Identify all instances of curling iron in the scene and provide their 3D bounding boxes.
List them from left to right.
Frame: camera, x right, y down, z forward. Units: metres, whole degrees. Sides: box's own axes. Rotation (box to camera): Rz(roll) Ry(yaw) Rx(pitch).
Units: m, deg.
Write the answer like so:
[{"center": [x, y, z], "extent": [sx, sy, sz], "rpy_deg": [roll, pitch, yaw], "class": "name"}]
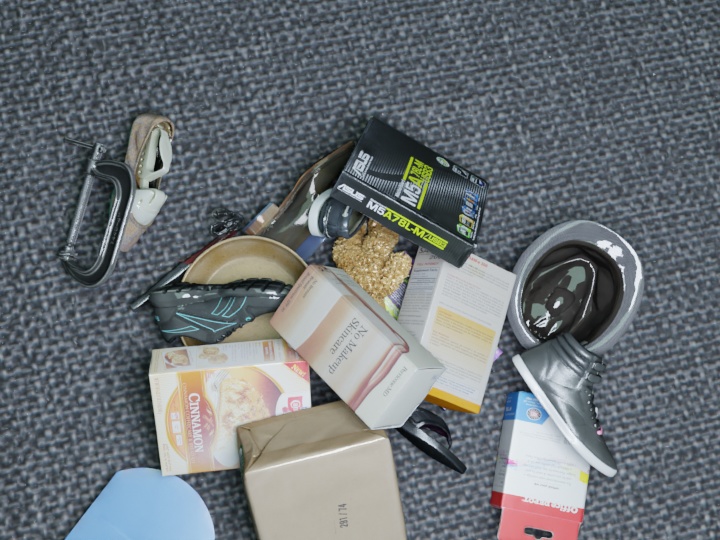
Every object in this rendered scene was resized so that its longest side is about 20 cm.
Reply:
[{"center": [-0.242, -0.015, 1.312], "extent": [0.200, 0.026, 0.050], "rpy_deg": [-44, 125, -7], "class": "curling iron"}]

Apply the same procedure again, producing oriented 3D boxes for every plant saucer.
[{"center": [-0.151, 0.054, 1.296], "extent": [0.200, 0.035, 0.201], "rpy_deg": [0, 86, 4], "class": "plant saucer"}]

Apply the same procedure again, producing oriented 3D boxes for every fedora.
[{"center": [0.293, 0.033, 1.332], "extent": [0.177, 0.090, 0.200], "rpy_deg": [30, 88, 1], "class": "fedora"}]

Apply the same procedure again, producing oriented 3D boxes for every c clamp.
[{"center": [-0.365, -0.078, 1.283], "extent": [0.171, 0.027, 0.200], "rpy_deg": [9, 86, 37], "class": "c clamp"}]

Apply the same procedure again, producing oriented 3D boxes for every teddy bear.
[{"center": [0.000, 0.000, 1.297], "extent": [0.145, 0.067, 0.200], "rpy_deg": [17, 69, 17], "class": "teddy bear"}]

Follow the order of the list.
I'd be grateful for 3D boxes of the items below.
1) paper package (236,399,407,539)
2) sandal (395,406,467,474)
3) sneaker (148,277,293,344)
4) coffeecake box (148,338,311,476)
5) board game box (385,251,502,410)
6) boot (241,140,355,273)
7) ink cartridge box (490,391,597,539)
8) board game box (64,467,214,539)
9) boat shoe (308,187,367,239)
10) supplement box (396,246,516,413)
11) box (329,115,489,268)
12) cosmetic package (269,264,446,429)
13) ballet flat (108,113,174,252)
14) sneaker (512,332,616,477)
[{"center": [-0.048, 0.283, 1.206], "extent": [0.190, 0.103, 0.200], "rpy_deg": [-13, 118, -8], "class": "paper package"}, {"center": [0.073, 0.202, 1.290], "extent": [0.200, 0.075, 0.048], "rpy_deg": [39, 76, 1], "class": "sandal"}, {"center": [-0.177, 0.053, 1.254], "extent": [0.200, 0.075, 0.079], "rpy_deg": [-4, 99, 10], "class": "sneaker"}, {"center": [-0.165, 0.177, 1.236], "extent": [0.200, 0.073, 0.154], "rpy_deg": [-5, 113, -7], "class": "coffeecake box"}, {"center": [0.090, 0.085, 1.334], "extent": [0.120, 0.032, 0.200], "rpy_deg": [-43, 88, -8], "class": "board game box"}, {"center": [-0.061, -0.088, 1.329], "extent": [0.200, 0.075, 0.097], "rpy_deg": [-42, 95, 0], "class": "boot"}, {"center": [0.248, 0.276, 1.300], "extent": [0.116, 0.067, 0.200], "rpy_deg": [12, 79, -4], "class": "ink cartridge box"}, {"center": [-0.293, 0.361, 1.246], "extent": [0.158, 0.039, 0.200], "rpy_deg": [35, 74, 5], "class": "board game box"}, {"center": [0.002, -0.101, 1.292], "extent": [0.060, 0.076, 0.200], "rpy_deg": [13, 43, 24], "class": "boat shoe"}, {"center": [0.118, 0.077, 1.268], "extent": [0.126, 0.073, 0.200], "rpy_deg": [25, 76, -29], "class": "supplement box"}, {"center": [0.071, -0.109, 1.249], "extent": [0.193, 0.200, 0.048], "rpy_deg": [31, 121, -5], "class": "box"}, {"center": [-0.006, 0.094, 1.180], "extent": [0.200, 0.087, 0.103], "rpy_deg": [42, 105, 25], "class": "cosmetic package"}, {"center": [-0.296, -0.124, 1.299], "extent": [0.067, 0.068, 0.200], "rpy_deg": [2, 80, 28], "class": "ballet flat"}, {"center": [0.297, 0.169, 1.242], "extent": [0.099, 0.071, 0.200], "rpy_deg": [-37, 81, 10], "class": "sneaker"}]
